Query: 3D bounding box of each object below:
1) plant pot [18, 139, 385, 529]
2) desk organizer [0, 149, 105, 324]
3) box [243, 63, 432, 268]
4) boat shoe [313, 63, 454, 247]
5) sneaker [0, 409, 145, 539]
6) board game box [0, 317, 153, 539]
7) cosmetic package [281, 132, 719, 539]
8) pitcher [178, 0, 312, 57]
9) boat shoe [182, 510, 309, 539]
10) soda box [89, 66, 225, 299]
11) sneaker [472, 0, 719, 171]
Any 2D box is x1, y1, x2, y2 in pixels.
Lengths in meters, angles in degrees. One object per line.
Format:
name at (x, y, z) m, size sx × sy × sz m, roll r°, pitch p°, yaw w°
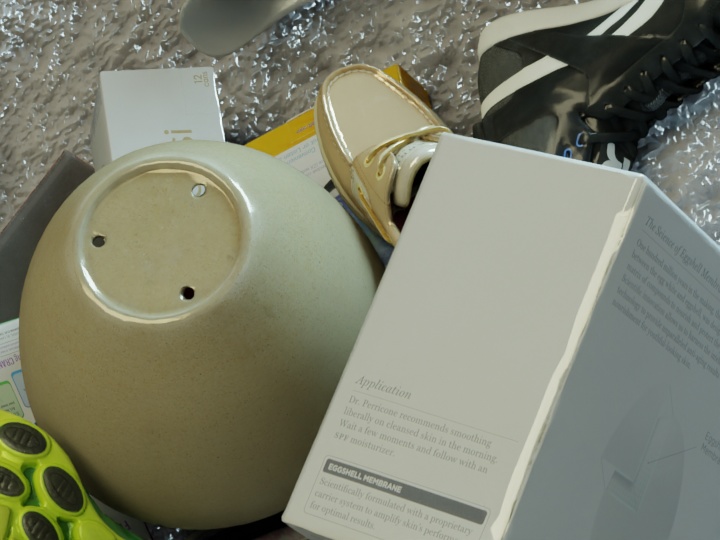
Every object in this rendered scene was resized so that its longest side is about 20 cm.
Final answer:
plant pot at (-0.086, 0.013, 1.431) m, size 0.199 × 0.135 × 0.202 m, roll -3°, pitch 65°, yaw 7°
desk organizer at (-0.197, 0.039, 1.615) m, size 0.072 × 0.077 × 0.200 m, roll 33°, pitch 70°, yaw 6°
box at (0.000, 0.000, 1.533) m, size 0.119 × 0.041 × 0.201 m, roll -26°, pitch 58°, yaw 20°
boat shoe at (0.037, -0.041, 1.464) m, size 0.073 × 0.069 × 0.200 m, roll -29°, pitch 61°, yaw -12°
sneaker at (-0.147, 0.147, 1.435) m, size 0.074 × 0.200 × 0.084 m, roll -52°, pitch 6°, yaw -23°
board game box at (-0.196, 0.135, 1.499) m, size 0.152 × 0.040 × 0.201 m, roll -18°, pitch 72°, yaw -25°
cosmetic package at (0.092, 0.071, 1.334) m, size 0.122 × 0.199 × 0.201 m, roll 16°, pitch 77°, yaw 37°
pitcher at (-0.055, -0.241, 1.647) m, size 0.171 × 0.121 × 0.201 m, roll -18°, pitch 59°, yaw -8°
boat shoe at (-0.008, 0.129, 1.463) m, size 0.199 × 0.057 × 0.067 m, roll -27°, pitch 56°, yaw 20°
soda box at (-0.103, -0.011, 1.563) m, size 0.068 × 0.064 × 0.201 m, roll -4°, pitch 64°, yaw -13°
sneaker at (0.149, -0.088, 1.463) m, size 0.199 × 0.073 × 0.113 m, roll -14°, pitch 64°, yaw 37°
